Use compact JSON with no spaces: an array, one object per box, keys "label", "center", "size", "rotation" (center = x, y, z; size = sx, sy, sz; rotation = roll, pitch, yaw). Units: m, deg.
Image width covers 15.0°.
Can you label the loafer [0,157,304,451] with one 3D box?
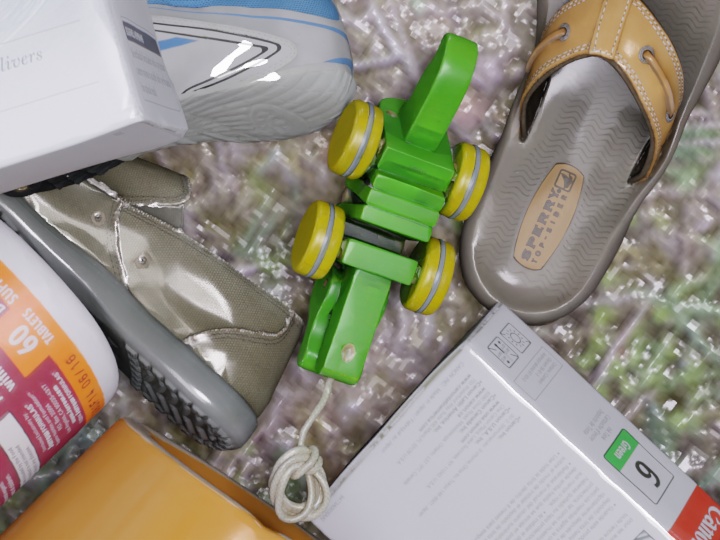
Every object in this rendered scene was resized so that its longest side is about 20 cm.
[{"label":"loafer","center":[-0.102,-0.016,1.103],"size":[0.200,0.075,0.070],"rotation":[45,73,3]}]

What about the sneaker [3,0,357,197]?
[{"label":"sneaker","center":[-0.100,-0.078,1.052],"size":[0.199,0.072,0.073],"rotation":[-9,60,-22]}]

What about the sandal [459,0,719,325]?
[{"label":"sandal","center":[0.088,-0.070,1.054],"size":[0.081,0.055,0.201],"rotation":[26,104,7]}]

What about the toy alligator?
[{"label":"toy alligator","center":[0.000,0.000,1.079],"size":[0.059,0.054,0.201],"rotation":[19,96,-14]}]

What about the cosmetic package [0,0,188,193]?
[{"label":"cosmetic package","center":[-0.186,-0.114,0.918],"size":[0.198,0.123,0.201],"rotation":[-17,89,3]}]

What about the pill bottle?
[{"label":"pill bottle","center":[-0.199,0.073,1.067],"size":[0.110,0.110,0.200],"rotation":[45,73,1]}]

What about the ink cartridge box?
[{"label":"ink cartridge box","center":[0.089,0.121,1.078],"size":[0.200,0.050,0.109],"rotation":[42,119,2]}]

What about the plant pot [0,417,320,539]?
[{"label":"plant pot","center":[-0.093,0.168,1.071],"size":[0.200,0.200,0.184],"rotation":[35,89,4]}]
